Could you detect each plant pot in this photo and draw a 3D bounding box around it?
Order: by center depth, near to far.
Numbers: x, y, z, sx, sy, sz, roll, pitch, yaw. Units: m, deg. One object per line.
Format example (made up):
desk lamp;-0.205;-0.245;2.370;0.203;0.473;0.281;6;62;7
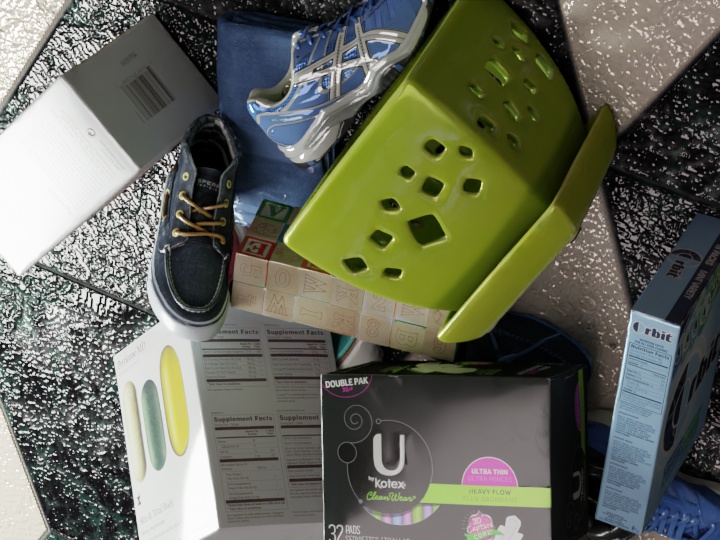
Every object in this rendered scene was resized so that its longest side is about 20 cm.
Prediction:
plant pot;0.084;-0.077;1.555;0.181;0.199;0.200;37;127;-3

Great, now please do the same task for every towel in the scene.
towel;-0.073;-0.128;1.703;0.111;0.049;0.202;14;123;22

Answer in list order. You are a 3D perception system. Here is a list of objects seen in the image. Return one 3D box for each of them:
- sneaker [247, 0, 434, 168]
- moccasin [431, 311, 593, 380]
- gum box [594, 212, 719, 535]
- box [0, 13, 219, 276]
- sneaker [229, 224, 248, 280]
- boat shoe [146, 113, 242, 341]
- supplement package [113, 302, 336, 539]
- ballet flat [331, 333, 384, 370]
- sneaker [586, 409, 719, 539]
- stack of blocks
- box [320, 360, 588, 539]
sneaker;-0.013;-0.176;1.589;0.077;0.076;0.200;35;105;-18
moccasin;0.102;0.074;1.704;0.198;0.068;0.081;17;124;18
gum box;0.248;0.082;1.562;0.044;0.170;0.202;18;125;20
box;-0.247;-0.112;1.743;0.199;0.152;0.107;-35;97;38
sneaker;-0.159;0.030;1.816;0.073;0.087;0.202;25;126;16
boat shoe;-0.139;-0.040;1.649;0.070;0.202;0.091;8;135;-14
supplement package;-0.112;0.148;1.731;0.151;0.149;0.202;-34;61;51
ballet flat;-0.019;0.099;1.800;0.069;0.069;0.200;43;133;1
sneaker;0.253;0.212;1.671;0.199;0.111;0.077;38;129;5
stack of blocks;0.000;0.000;1.666;0.198;0.116;0.059;13;125;7
box;0.080;0.153;1.610;0.198;0.124;0.150;-1;93;22
